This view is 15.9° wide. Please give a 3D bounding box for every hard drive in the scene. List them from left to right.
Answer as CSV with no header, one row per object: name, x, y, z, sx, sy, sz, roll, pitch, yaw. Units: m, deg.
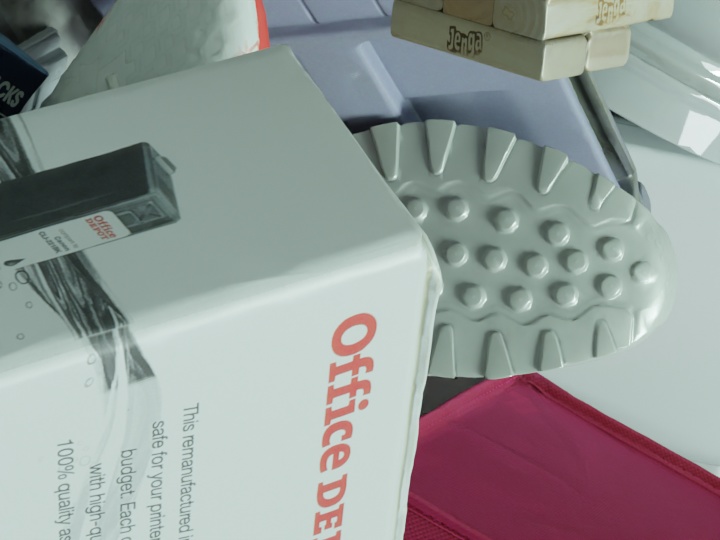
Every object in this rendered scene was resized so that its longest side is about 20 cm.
hard drive,0.080,0.004,0.930,0.199,0.026,0.132,10,126,-10

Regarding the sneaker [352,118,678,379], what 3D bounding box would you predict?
sneaker,0.000,0.000,0.795,0.080,0.199,0.077,40,53,-72

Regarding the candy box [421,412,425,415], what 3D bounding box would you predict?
candy box,0.060,0.060,1.077,0.115,0.055,0.201,-21,139,-45

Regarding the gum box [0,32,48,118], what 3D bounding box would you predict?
gum box,-0.186,-0.006,0.627,0.200,0.044,0.170,-53,153,0

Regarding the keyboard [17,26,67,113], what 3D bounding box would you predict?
keyboard,-0.127,0.019,0.781,0.056,0.011,0.201,-30,147,-49

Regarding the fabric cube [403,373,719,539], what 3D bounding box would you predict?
fabric cube,0.065,0.174,0.851,0.200,0.195,0.200,-66,164,14

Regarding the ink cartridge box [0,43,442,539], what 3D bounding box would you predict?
ink cartridge box,-0.091,0.043,0.634,0.199,0.084,0.145,-16,140,-21

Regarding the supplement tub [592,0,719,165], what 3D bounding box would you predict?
supplement tub,0.134,-0.148,0.844,0.145,0.145,0.201,5,120,-59

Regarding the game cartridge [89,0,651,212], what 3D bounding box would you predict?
game cartridge,0.007,-0.050,0.790,0.200,0.129,0.039,54,32,-58

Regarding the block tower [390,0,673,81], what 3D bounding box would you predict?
block tower,0.049,-0.153,0.633,0.054,0.058,0.201,-14,116,-45

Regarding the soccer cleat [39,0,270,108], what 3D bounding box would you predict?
soccer cleat,-0.086,-0.003,0.708,0.085,0.069,0.201,1,128,-42

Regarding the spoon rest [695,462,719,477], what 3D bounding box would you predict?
spoon rest,0.119,0.042,1.004,0.099,0.061,0.201,-10,140,0
